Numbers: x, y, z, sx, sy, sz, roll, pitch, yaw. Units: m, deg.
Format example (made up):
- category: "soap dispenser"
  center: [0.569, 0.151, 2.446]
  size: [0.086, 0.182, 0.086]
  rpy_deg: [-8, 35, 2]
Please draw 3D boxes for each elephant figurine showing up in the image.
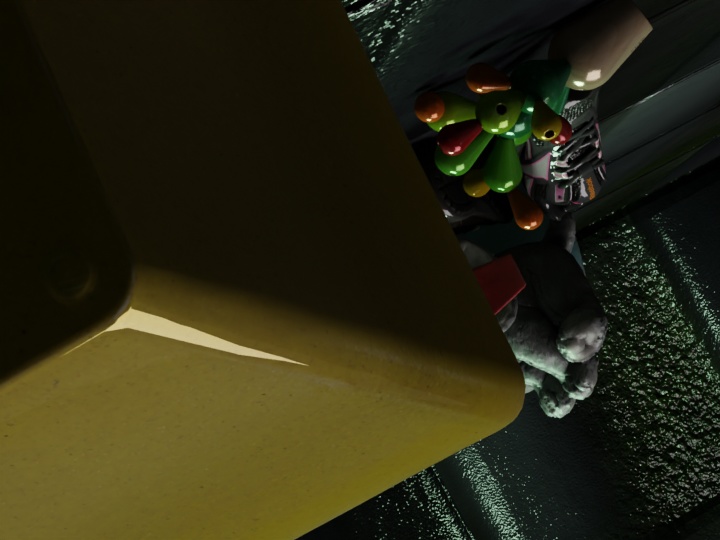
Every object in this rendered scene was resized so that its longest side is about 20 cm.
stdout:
- category: "elephant figurine"
  center: [0.080, 0.042, 1.650]
  size: [0.199, 0.155, 0.142]
  rpy_deg: [5, 119, -19]

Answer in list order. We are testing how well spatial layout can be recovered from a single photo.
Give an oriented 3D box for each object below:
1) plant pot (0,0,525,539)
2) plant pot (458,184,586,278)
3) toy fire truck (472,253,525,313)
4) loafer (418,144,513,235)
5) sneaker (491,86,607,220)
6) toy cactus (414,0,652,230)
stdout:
- category: "plant pot"
  center: [-0.101, -0.009, 0.606]
  size: [0.200, 0.201, 0.176]
  rpy_deg: [-29, 164, 14]
- category: "plant pot"
  center: [0.087, 0.014, 1.816]
  size: [0.160, 0.201, 0.201]
  rpy_deg: [-15, 173, -10]
- category: "toy fire truck"
  center: [0.000, 0.000, 1.446]
  size: [0.200, 0.141, 0.049]
  rpy_deg: [-26, 174, -30]
- category: "loafer"
  center: [0.061, -0.062, 1.648]
  size: [0.071, 0.073, 0.200]
  rpy_deg: [-20, 173, 20]
- category: "sneaker"
  center: [0.157, -0.096, 1.606]
  size: [0.080, 0.087, 0.200]
  rpy_deg: [-29, 168, -6]
- category: "toy cactus"
  center: [0.120, -0.110, 1.381]
  size: [0.165, 0.102, 0.200]
  rpy_deg: [-39, 165, 8]
